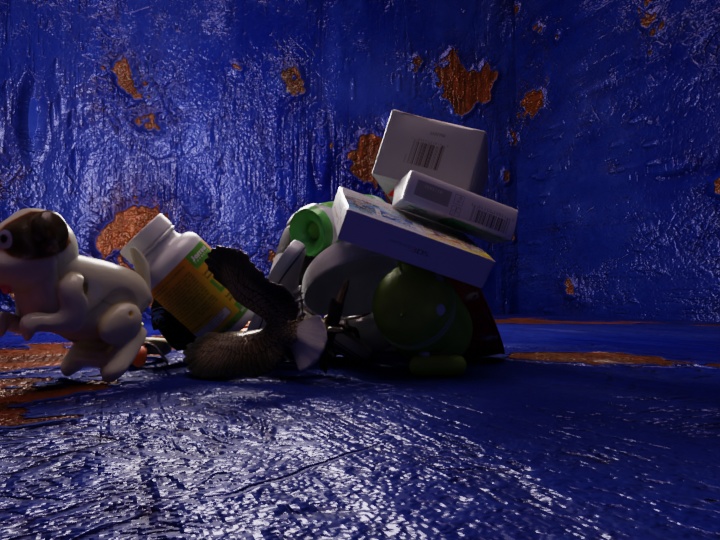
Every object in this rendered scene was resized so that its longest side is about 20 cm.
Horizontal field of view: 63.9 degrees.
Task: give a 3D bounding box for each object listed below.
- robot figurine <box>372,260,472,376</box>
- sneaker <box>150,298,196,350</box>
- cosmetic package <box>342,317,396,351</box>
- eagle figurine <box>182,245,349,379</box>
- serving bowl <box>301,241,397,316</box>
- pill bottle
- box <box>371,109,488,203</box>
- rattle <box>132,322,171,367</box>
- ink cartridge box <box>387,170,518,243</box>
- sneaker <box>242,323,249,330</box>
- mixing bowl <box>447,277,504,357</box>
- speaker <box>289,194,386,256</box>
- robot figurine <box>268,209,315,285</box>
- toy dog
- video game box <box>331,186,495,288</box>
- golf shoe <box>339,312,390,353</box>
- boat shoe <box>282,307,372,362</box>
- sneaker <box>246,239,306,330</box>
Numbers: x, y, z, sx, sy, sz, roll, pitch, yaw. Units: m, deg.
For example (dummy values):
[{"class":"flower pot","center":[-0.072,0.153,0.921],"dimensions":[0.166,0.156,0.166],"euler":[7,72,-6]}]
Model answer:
[{"class":"robot figurine","center":[0.087,0.065,0.802],"dimensions":[0.115,0.177,0.200],"euler":[-14,-31,19]},{"class":"sneaker","center":[-0.280,0.106,0.967],"dimensions":[0.070,0.078,0.200],"euler":[-18,-39,18]},{"class":"cosmetic package","center":[0.031,0.073,1.166],"dimensions":[0.166,0.168,0.200],"euler":[0,-4,-9]},{"class":"eagle figurine","center":[-0.127,0.071,0.756],"dimensions":[0.198,0.153,0.152],"euler":[16,-48,-9]},{"class":"serving bowl","center":[0.000,0.000,0.908],"dimensions":[0.198,0.066,0.201],"euler":[-12,-27,-6]},{"class":"pill bottle","center":[-0.256,0.014,0.869],"dimensions":[0.200,0.111,0.111],"euler":[46,-19,-16]},{"class":"box","center":[0.121,-0.159,0.939],"dimensions":[0.151,0.107,0.200],"euler":[17,-3,15]},{"class":"rattle","center":[-0.357,0.081,0.933],"dimensions":[0.129,0.144,0.200],"euler":[22,-16,-17]},{"class":"ink cartridge box","center":[0.122,-0.083,0.855],"dimensions":[0.160,0.051,0.200],"euler":[19,-5,-6]},{"class":"sneaker","center":[-0.192,0.093,1.023],"dimensions":[0.077,0.113,0.200],"euler":[-2,-3,12]},{"class":"mixing bowl","center":[0.153,0.068,0.975],"dimensions":[0.108,0.202,0.200],"euler":[-24,-5,4]},{"class":"speaker","center":[-0.028,-0.078,0.967],"dimensions":[0.088,0.089,0.199],"euler":[-2,10,35]},{"class":"robot figurine","center":[-0.092,-0.016,1.045],"dimensions":[0.124,0.202,0.150],"euler":[32,-31,-31]},{"class":"toy dog","center":[-0.352,0.015,0.701],"dimensions":[0.139,0.195,0.201],"euler":[7,-36,40]},{"class":"video game box","center":[0.062,-0.050,0.786],"dimensions":[0.198,0.047,0.182],"euler":[18,12,-10]},{"class":"golf shoe","center":[-0.035,0.119,0.995],"dimensions":[0.198,0.079,0.094],"euler":[-9,5,24]},{"class":"boat shoe","center":[-0.084,0.117,0.926],"dimensions":[0.199,0.093,0.075],"euler":[29,-1,14]},{"class":"sneaker","center":[-0.111,0.051,0.850],"dimensions":[0.070,0.201,0.073],"euler":[26,25,2]}]
